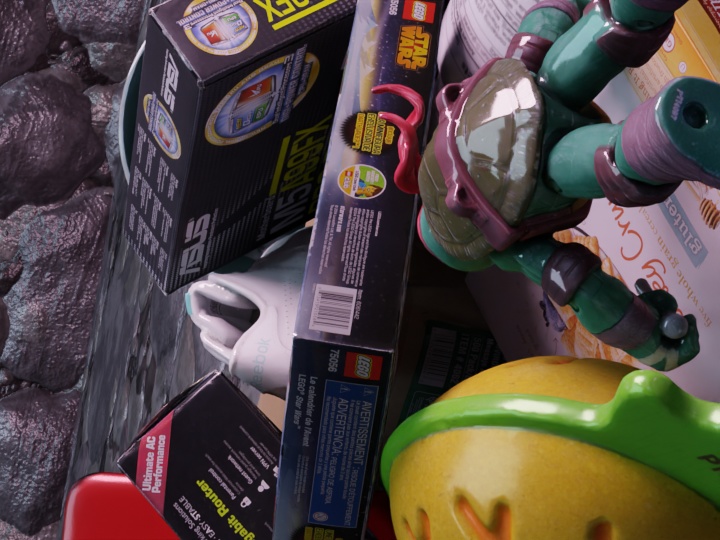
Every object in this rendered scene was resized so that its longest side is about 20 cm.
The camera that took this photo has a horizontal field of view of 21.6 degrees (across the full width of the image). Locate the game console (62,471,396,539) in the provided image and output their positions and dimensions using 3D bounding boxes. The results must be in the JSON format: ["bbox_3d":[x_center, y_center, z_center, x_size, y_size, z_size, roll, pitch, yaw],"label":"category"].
[{"bbox_3d":[-0.050,0.204,0.977,0.172,0.200,0.119,76,-159,-50],"label":"game console"}]

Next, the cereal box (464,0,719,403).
[{"bbox_3d":[0.115,0.000,0.733,0.144,0.039,0.200,64,149,28],"label":"cereal box"}]

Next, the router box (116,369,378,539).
[{"bbox_3d":[-0.010,0.147,0.843,0.062,0.200,0.150,-42,-18,-3],"label":"router box"}]

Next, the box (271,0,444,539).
[{"bbox_3d":[0.000,0.000,0.767,0.137,0.040,0.200,99,-179,-48],"label":"box"}]

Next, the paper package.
[{"bbox_3d":[0.019,0.064,1.023,0.191,0.103,0.200,-112,34,-61],"label":"paper package"}]

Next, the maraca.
[{"bbox_3d":[0.088,0.082,0.662,0.200,0.137,0.107,-22,39,53],"label":"maraca"}]

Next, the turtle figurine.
[{"bbox_3d":[0.072,-0.036,0.643,0.200,0.101,0.150,136,122,-62],"label":"turtle figurine"}]

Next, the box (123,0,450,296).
[{"bbox_3d":[-0.029,-0.082,0.890,0.044,0.160,0.200,53,155,17],"label":"box"}]

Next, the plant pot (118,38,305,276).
[{"bbox_3d":[-0.045,-0.073,1.192,0.161,0.200,0.201,102,175,-81],"label":"plant pot"}]

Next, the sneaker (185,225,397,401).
[{"bbox_3d":[-0.044,0.017,0.918,0.200,0.088,0.075,-135,54,-73],"label":"sneaker"}]

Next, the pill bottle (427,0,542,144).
[{"bbox_3d":[0.099,-0.111,0.797,0.200,0.113,0.114,117,157,-50],"label":"pill bottle"}]
